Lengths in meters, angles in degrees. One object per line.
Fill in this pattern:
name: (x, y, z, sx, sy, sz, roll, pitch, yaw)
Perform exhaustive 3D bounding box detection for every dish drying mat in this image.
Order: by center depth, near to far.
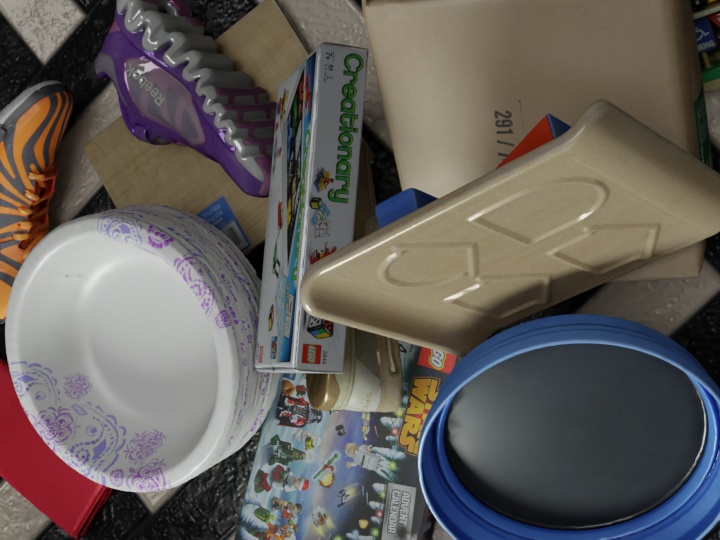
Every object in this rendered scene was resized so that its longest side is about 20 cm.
dish drying mat: (-0.279, 0.128, 1.081, 0.200, 0.018, 0.077, 36, 101, 20)

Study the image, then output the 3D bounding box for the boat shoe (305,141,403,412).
boat shoe: (0.000, 0.000, 0.913, 0.065, 0.072, 0.200, 6, 67, -16)

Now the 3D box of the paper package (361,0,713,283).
paper package: (0.117, -0.098, 0.835, 0.190, 0.103, 0.200, -3, 115, 22)

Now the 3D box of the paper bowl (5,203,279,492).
paper bowl: (-0.150, 0.051, 0.970, 0.200, 0.104, 0.201, 6, 104, 27)

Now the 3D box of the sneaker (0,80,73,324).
sneaker: (-0.254, -0.044, 1.051, 0.112, 0.078, 0.200, 38, 114, 14)

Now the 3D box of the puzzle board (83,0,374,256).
puzzle board: (-0.103, -0.089, 1.014, 0.200, 0.017, 0.151, -35, 78, 19)

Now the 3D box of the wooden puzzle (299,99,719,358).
wooden puzzle: (0.089, -0.024, 0.747, 0.200, 0.185, 0.046, -31, 62, 28)

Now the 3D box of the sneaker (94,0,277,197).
sneaker: (-0.127, -0.119, 0.978, 0.088, 0.080, 0.200, -48, 69, 22)

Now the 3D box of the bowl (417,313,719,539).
bowl: (0.136, 0.114, 0.842, 0.200, 0.039, 0.201, 2, 123, 3)

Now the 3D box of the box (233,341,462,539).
box: (-0.003, 0.121, 0.954, 0.137, 0.040, 0.200, 15, 94, 21)

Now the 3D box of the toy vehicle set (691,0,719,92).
toy vehicle set: (0.169, -0.164, 0.867, 0.200, 0.027, 0.124, -17, 110, 22)

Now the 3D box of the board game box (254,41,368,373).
board game box: (-0.034, -0.034, 0.857, 0.035, 0.126, 0.200, 6, 85, -15)
